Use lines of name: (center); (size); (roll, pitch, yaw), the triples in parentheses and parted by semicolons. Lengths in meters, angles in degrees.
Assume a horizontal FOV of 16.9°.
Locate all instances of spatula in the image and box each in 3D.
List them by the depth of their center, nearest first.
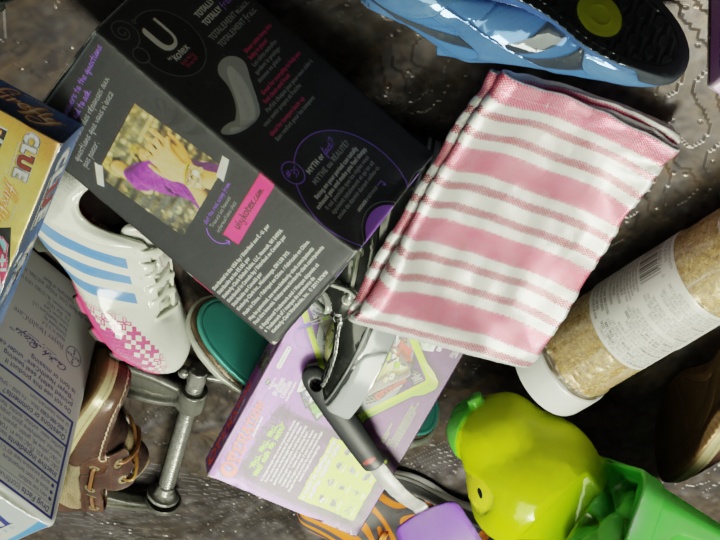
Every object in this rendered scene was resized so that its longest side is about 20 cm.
spatula: (0.021, 0.142, 1.657); (0.056, 0.021, 0.200); (-28, 112, 22)

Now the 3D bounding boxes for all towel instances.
towel: (0.096, -0.027, 1.517); (0.146, 0.030, 0.200); (15, 118, -31)

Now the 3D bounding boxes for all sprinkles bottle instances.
sprinkles bottle: (0.192, 0.025, 1.600); (0.068, 0.068, 0.200); (34, 132, -25)

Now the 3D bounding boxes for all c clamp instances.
c clamp: (-0.159, 0.126, 1.795); (0.171, 0.027, 0.200); (18, 137, -9)

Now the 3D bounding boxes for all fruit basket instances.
fruit basket: (0.138, 0.178, 1.673); (0.215, 0.156, 0.216); (19, 177, 1)

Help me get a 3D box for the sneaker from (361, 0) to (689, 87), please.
sneaker: (0.095, -0.150, 1.437); (0.200, 0.066, 0.078); (19, 148, -10)

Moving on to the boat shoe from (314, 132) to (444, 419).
boat shoe: (0.000, 0.001, 1.571); (0.068, 0.074, 0.200); (18, 117, -5)

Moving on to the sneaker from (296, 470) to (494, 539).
sneaker: (0.045, 0.220, 1.801); (0.200, 0.112, 0.078); (13, 137, -5)

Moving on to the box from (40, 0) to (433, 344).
box: (-0.078, -0.076, 1.453); (0.200, 0.122, 0.106); (41, 132, -3)

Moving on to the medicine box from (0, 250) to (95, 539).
medicine box: (-0.290, 0.101, 1.662); (0.182, 0.200, 0.103); (-25, 128, 31)

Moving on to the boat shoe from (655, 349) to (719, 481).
boat shoe: (0.264, 0.090, 1.644); (0.072, 0.072, 0.200); (9, 145, -17)

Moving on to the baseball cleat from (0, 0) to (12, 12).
baseball cleat: (-0.235, -0.157, 1.449); (0.200, 0.107, 0.070); (-7, 177, 26)

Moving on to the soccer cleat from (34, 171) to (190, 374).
soccer cleat: (-0.154, -0.003, 1.623); (0.086, 0.070, 0.200); (-14, 132, 27)

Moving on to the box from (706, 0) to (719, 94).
box: (0.329, -0.144, 1.376); (0.176, 0.097, 0.200); (31, 132, -23)

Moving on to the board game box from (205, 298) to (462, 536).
board game box: (-0.009, 0.076, 1.654); (0.120, 0.032, 0.200); (23, 108, -21)

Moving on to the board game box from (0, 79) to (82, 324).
board game box: (-0.262, -0.032, 1.447); (0.135, 0.035, 0.200); (29, 119, 3)

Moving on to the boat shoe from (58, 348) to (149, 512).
boat shoe: (-0.184, 0.122, 1.738); (0.072, 0.072, 0.200); (18, 143, -10)

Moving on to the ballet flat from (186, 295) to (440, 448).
ballet flat: (-0.041, 0.080, 1.708); (0.200, 0.070, 0.069); (23, 135, -16)
